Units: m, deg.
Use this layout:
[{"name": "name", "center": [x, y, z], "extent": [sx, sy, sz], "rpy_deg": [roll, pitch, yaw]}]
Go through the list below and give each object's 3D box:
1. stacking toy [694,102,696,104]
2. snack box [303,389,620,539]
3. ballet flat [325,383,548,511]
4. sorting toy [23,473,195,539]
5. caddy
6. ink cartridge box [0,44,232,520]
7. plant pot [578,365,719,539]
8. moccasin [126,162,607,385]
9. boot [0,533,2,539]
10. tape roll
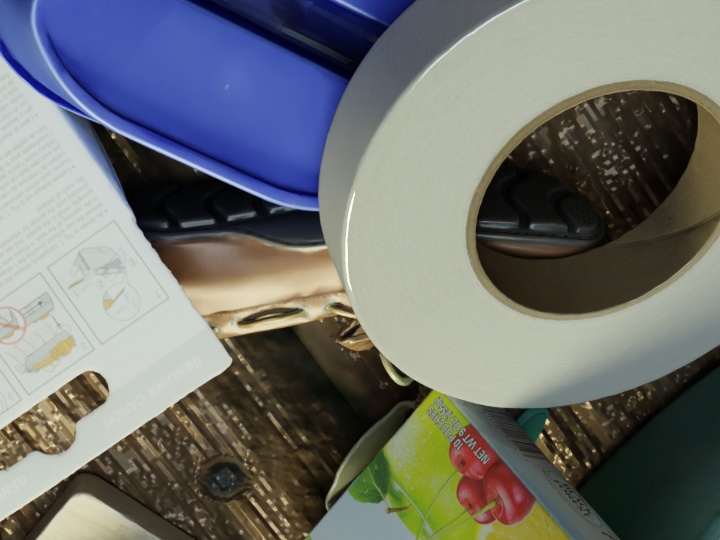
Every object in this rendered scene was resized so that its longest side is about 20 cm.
[{"name": "stacking toy", "center": [0.227, -0.062, 0.798], "extent": [0.200, 0.116, 0.110], "rpy_deg": [13, 118, 8]}, {"name": "snack box", "center": [0.056, 0.165, 0.779], "extent": [0.142, 0.200, 0.053], "rpy_deg": [-51, 148, 16]}, {"name": "ballet flat", "center": [0.014, 0.125, 0.879], "extent": [0.075, 0.068, 0.200], "rpy_deg": [26, 100, 22]}, {"name": "sorting toy", "center": [-0.106, 0.229, 0.919], "extent": [0.200, 0.070, 0.199], "rpy_deg": [36, 108, -15]}, {"name": "caddy", "center": [-0.049, -0.107, 0.755], "extent": [0.200, 0.105, 0.142], "rpy_deg": [25, 97, -26]}, {"name": "ink cartridge box", "center": [-0.168, -0.007, 0.806], "extent": [0.162, 0.057, 0.200], "rpy_deg": [-34, 101, 12]}, {"name": "plant pot", "center": [0.161, 0.145, 0.856], "extent": [0.141, 0.141, 0.200], "rpy_deg": [29, 105, -13]}, {"name": "moccasin", "center": [0.000, 0.001, 0.821], "extent": [0.201, 0.074, 0.078], "rpy_deg": [-8, 118, 1]}, {"name": "boot", "center": [-0.247, 0.097, 0.843], "extent": [0.200, 0.097, 0.075], "rpy_deg": [31, 109, -13]}, {"name": "tape roll", "center": [0.084, -0.035, 0.737], "extent": [0.202, 0.037, 0.203], "rpy_deg": [-10, 131, -12]}]
